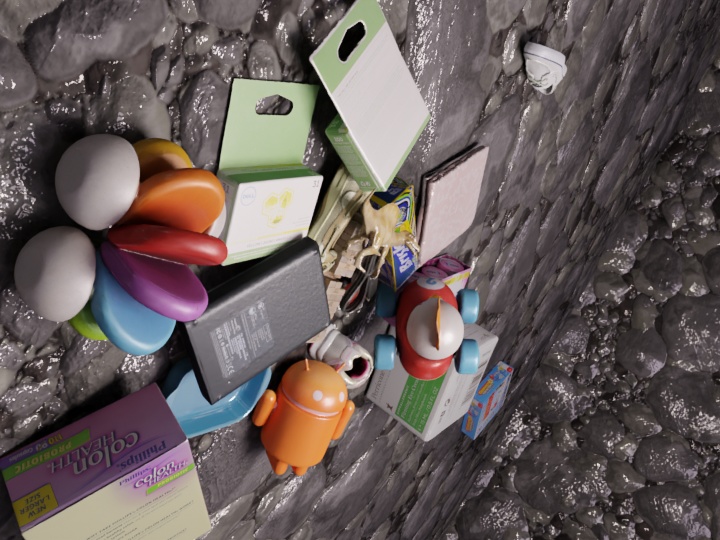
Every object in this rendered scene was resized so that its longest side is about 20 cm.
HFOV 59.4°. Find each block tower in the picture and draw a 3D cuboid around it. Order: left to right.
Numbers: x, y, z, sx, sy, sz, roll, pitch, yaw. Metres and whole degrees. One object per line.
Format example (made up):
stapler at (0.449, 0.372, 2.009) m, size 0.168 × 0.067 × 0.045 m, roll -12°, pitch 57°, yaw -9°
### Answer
block tower at (-0.049, 0.006, 0.943) m, size 0.054 × 0.057 × 0.203 m, roll 11°, pitch 105°, yaw -60°

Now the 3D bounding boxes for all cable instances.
cable at (0.000, 0.000, 0.992) m, size 0.097 × 0.050 × 0.201 m, roll -38°, pitch 158°, yaw -25°

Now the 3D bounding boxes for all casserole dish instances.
casserole dish at (-0.200, 0.160, 0.858) m, size 0.199 × 0.038 × 0.123 m, roll -2°, pitch 118°, yaw -59°

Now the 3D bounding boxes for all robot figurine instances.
robot figurine at (-0.093, 0.233, 1.023) m, size 0.117 × 0.142 × 0.203 m, roll -42°, pitch 156°, yaw -74°

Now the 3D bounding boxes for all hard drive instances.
hard drive at (-0.126, 0.062, 0.797) m, size 0.198 × 0.033 × 0.142 m, roll -32°, pitch 133°, yaw -30°

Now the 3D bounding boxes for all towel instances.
towel at (0.168, -0.124, 1.200) m, size 0.199 × 0.032 × 0.194 m, roll -35°, pitch 142°, yaw -40°

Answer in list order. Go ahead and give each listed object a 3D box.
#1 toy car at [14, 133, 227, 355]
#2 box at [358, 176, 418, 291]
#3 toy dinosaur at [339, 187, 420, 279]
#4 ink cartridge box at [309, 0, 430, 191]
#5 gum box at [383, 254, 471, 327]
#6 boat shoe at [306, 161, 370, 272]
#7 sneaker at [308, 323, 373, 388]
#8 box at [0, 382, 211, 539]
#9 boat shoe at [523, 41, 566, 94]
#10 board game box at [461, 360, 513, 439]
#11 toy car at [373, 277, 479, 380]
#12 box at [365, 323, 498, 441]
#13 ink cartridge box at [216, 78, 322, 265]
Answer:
toy car at (-0.195, -0.013, 0.584) m, size 0.203 × 0.149 × 0.174 m, roll -62°, pitch 152°, yaw 6°
box at (0.046, -0.061, 1.017) m, size 0.064 × 0.070 × 0.202 m, roll -43°, pitch 148°, yaw -24°
toy dinosaur at (0.017, -0.051, 0.856) m, size 0.102 × 0.058 × 0.200 m, roll -54°, pitch 151°, yaw 0°
ink cartridge box at (0.007, -0.222, 0.792) m, size 0.147 × 0.047 × 0.201 m, roll -58°, pitch 133°, yaw -26°
gum box at (0.135, 0.047, 1.270) m, size 0.199 × 0.066 × 0.115 m, roll -17°, pitch 131°, yaw -52°
boat shoe at (-0.039, -0.050, 0.876) m, size 0.073 × 0.062 × 0.204 m, roll -118°, pitch -127°, yaw -87°
sneaker at (-0.020, 0.172, 1.112) m, size 0.082 × 0.088 × 0.200 m, roll -53°, pitch 152°, yaw -10°
box at (-0.281, 0.261, 0.724) m, size 0.174 × 0.097 × 0.202 m, roll -26°, pitch 139°, yaw -27°
boat shoe at (0.356, -0.382, 1.216) m, size 0.199 × 0.073 × 0.068 m, roll -3°, pitch 117°, yaw -58°
board game box at (0.428, 0.439, 2.134) m, size 0.195 × 0.055 × 0.203 m, roll -36°, pitch 144°, yaw -36°
toy car at (0.121, 0.083, 1.053) m, size 0.200 × 0.180 × 0.181 m, roll 103°, pitch -9°, yaw -73°
box at (0.152, 0.205, 1.336) m, size 0.199 × 0.170 × 0.202 m, roll -14°, pitch 128°, yaw -52°
ink cartridge box at (-0.104, -0.115, 0.747) m, size 0.144 × 0.048 × 0.203 m, roll -16°, pitch 132°, yaw -52°
